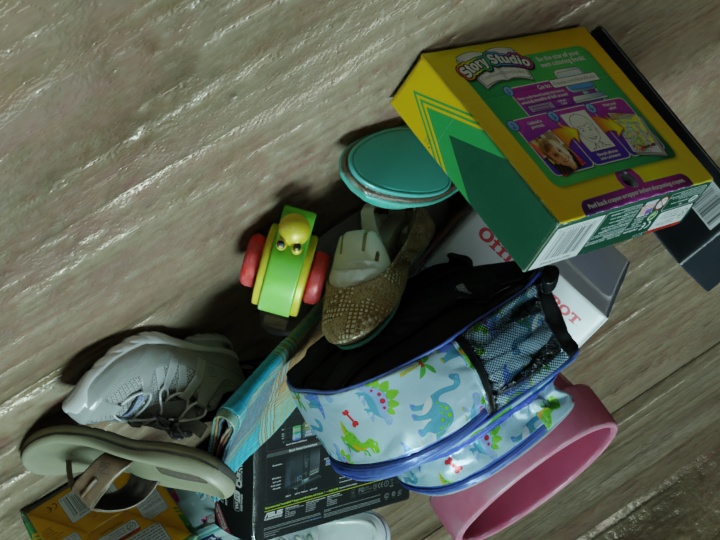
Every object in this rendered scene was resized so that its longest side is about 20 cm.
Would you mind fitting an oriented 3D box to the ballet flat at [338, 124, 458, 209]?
[{"bbox_3d":[0.055,-0.082,1.367,0.199,0.068,0.070,-19,168,-35],"label":"ballet flat"}]

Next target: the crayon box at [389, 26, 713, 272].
[{"bbox_3d":[0.148,-0.098,1.317,0.199,0.173,0.058,-15,149,-44],"label":"crayon box"}]

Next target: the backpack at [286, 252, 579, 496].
[{"bbox_3d":[0.058,0.091,1.354,0.199,0.148,0.183,-29,-169,-22],"label":"backpack"}]

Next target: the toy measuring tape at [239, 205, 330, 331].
[{"bbox_3d":[-0.065,0.019,1.377,0.073,0.074,0.201,-27,159,-22],"label":"toy measuring tape"}]

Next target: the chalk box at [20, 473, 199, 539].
[{"bbox_3d":[-0.210,0.287,1.584,0.124,0.124,0.201,-30,141,-16],"label":"chalk box"}]

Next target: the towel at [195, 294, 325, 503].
[{"bbox_3d":[-0.061,0.092,1.432,0.200,0.022,0.147,-47,166,-33],"label":"towel"}]

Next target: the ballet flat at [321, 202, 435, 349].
[{"bbox_3d":[0.007,-0.012,1.361,0.070,0.066,0.200,-10,-156,20],"label":"ballet flat"}]

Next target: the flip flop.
[{"bbox_3d":[-0.192,0.167,1.385,0.081,0.198,0.058,49,52,-59],"label":"flip flop"}]

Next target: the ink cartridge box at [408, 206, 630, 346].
[{"bbox_3d":[0.115,0.034,1.533,0.200,0.147,0.146,-48,180,26],"label":"ink cartridge box"}]

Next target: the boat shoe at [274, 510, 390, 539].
[{"bbox_3d":[-0.064,0.292,1.724,0.198,0.074,0.067,-22,166,-1],"label":"boat shoe"}]

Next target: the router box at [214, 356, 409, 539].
[{"bbox_3d":[-0.041,0.152,1.588,0.199,0.062,0.152,-9,107,-41],"label":"router box"}]

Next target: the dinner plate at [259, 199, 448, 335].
[{"bbox_3d":[0.000,0.000,1.518,0.199,0.024,0.201,-32,160,-14],"label":"dinner plate"}]

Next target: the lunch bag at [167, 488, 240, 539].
[{"bbox_3d":[-0.091,0.217,1.718,0.159,0.078,0.199,-25,167,29],"label":"lunch bag"}]

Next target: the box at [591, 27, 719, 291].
[{"bbox_3d":[0.250,-0.091,1.460,0.079,0.201,0.141,-40,159,12],"label":"box"}]

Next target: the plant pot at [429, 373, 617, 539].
[{"bbox_3d":[0.128,0.144,1.729,0.199,0.180,0.200,-31,161,-12],"label":"plant pot"}]

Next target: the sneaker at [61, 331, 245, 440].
[{"bbox_3d":[-0.154,0.099,1.396,0.199,0.082,0.075,-9,147,-53],"label":"sneaker"}]
